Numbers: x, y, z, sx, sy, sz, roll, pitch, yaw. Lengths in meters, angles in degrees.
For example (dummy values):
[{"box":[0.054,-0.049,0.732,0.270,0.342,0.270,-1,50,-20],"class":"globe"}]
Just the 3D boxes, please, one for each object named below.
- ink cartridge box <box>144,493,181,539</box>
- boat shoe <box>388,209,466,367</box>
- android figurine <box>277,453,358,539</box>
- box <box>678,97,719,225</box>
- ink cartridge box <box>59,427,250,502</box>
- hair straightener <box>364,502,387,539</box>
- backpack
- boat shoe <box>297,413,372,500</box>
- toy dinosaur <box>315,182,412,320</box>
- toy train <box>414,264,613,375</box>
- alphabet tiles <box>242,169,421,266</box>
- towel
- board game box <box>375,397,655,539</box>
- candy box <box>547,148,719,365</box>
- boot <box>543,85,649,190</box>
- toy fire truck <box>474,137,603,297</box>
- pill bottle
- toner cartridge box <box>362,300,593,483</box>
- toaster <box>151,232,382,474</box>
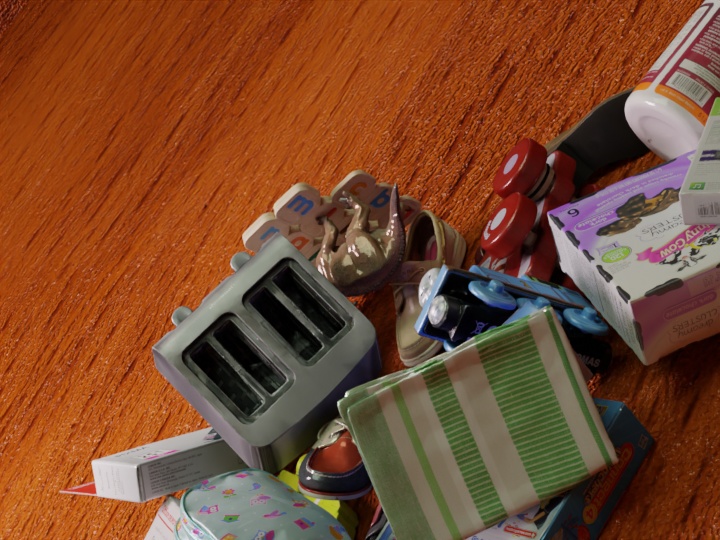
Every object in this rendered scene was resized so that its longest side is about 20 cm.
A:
[{"box":[-0.182,0.297,1.725,0.201,0.067,0.116,-63,17,-5],"class":"ink cartridge box"},{"box":[0.062,0.015,1.861,0.073,0.069,0.201,-25,33,30],"class":"boat shoe"},{"box":[-0.077,0.267,1.734,0.182,0.041,0.200,-51,28,-13],"class":"android figurine"},{"box":[0.375,-0.103,1.557,0.143,0.037,0.200,0,31,23],"class":"box"},{"box":[-0.200,0.200,1.861,0.199,0.044,0.173,-13,7,-39],"class":"ink cartridge box"},{"box":[0.051,0.198,1.658,0.077,0.041,0.201,-13,39,44],"class":"hair straightener"},{"box":[-0.086,0.269,1.574,0.200,0.166,0.128,29,118,51],"class":"backpack"},{"box":[-0.006,0.164,1.670,0.071,0.063,0.200,15,19,17],"class":"boat shoe"},{"box":[0.000,0.000,1.828,0.200,0.085,0.136,-40,39,35],"class":"toy dinosaur"},{"box":[0.139,0.048,1.597,0.087,0.199,0.114,-67,28,14],"class":"toy train"},{"box":[-0.034,-0.031,1.911,0.195,0.199,0.015,-42,49,21],"class":"alphabet tiles"},{"box":[0.098,0.135,1.446,0.199,0.154,0.023,-24,-2,0],"class":"towel"},{"box":[0.132,0.200,1.539,0.199,0.056,0.196,5,54,54],"class":"board game box"},{"box":[0.285,-0.018,1.566,0.166,0.072,0.200,-23,29,-6],"class":"candy box"},{"box":[0.259,-0.151,1.841,0.199,0.074,0.076,-32,20,24],"class":"boot"},{"box":[0.160,-0.025,1.768,0.168,0.112,0.201,-44,21,41],"class":"toy fire truck"},{"box":[0.361,-0.205,1.732,0.200,0.110,0.109,-50,29,-13],"class":"pill bottle"},{"box":[0.103,0.127,1.506,0.200,0.095,0.043,-44,49,0],"class":"toner cartridge box"},{"box":[-0.088,0.091,1.735,0.181,0.200,0.119,-42,-16,-12],"class":"toaster"}]
